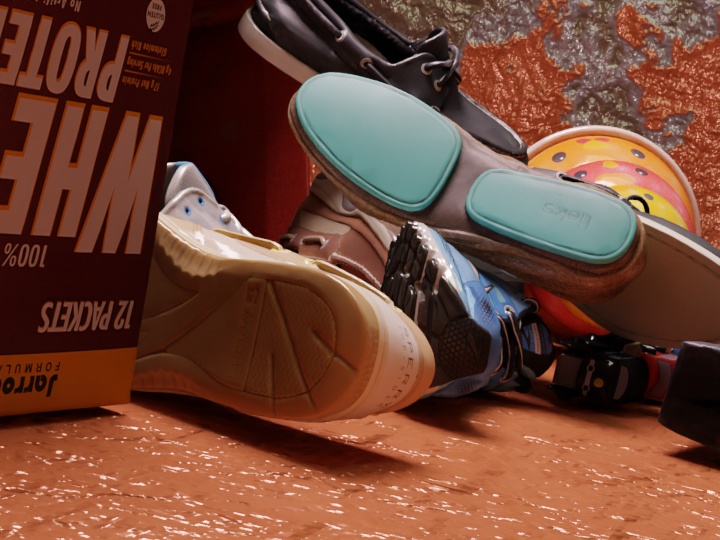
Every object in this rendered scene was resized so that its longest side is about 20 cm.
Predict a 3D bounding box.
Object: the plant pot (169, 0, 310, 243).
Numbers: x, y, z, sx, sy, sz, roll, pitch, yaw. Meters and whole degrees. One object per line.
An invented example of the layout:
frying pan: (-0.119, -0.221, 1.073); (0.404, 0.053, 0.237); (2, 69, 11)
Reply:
plant pot: (-0.153, -0.088, 1.032); (0.175, 0.202, 0.200); (-2, -1, 25)

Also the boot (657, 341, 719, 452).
boot: (0.246, 0.062, 0.752); (0.164, 0.066, 0.200); (4, -2, 27)

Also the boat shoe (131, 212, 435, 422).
boat shoe: (-0.057, 0.020, 0.629); (0.199, 0.074, 0.069); (19, 0, 40)

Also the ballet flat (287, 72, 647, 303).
ballet flat: (0.052, -0.034, 0.811); (0.199, 0.068, 0.072); (23, -25, 18)

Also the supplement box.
supplement box: (-0.179, -0.068, 0.559); (0.196, 0.202, 0.133); (13, 5, 28)

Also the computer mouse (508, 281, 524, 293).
computer mouse: (0.055, -0.020, 1.020); (0.052, 0.139, 0.200); (-20, 23, -15)

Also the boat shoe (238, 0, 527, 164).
boat shoe: (0.025, -0.125, 0.979); (0.199, 0.066, 0.075); (33, 25, 2)

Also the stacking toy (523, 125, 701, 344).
stacking toy: (0.159, -0.009, 0.969); (0.145, 0.147, 0.200); (10, 7, -6)

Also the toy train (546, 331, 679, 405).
toy train: (0.153, 0.052, 0.874); (0.046, 0.034, 0.200); (16, 7, 24)

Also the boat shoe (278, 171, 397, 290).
boat shoe: (0.000, 0.000, 0.959); (0.076, 0.072, 0.200); (42, 1, -21)

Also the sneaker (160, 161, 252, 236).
sneaker: (-0.071, -0.005, 0.751); (0.199, 0.087, 0.075); (8, 4, -41)

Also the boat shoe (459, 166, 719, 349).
boat shoe: (0.123, -0.017, 0.854); (0.198, 0.075, 0.066); (13, 35, 28)

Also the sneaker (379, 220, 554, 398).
sneaker: (0.053, 0.022, 0.761); (0.089, 0.079, 0.200); (13, 5, -1)
